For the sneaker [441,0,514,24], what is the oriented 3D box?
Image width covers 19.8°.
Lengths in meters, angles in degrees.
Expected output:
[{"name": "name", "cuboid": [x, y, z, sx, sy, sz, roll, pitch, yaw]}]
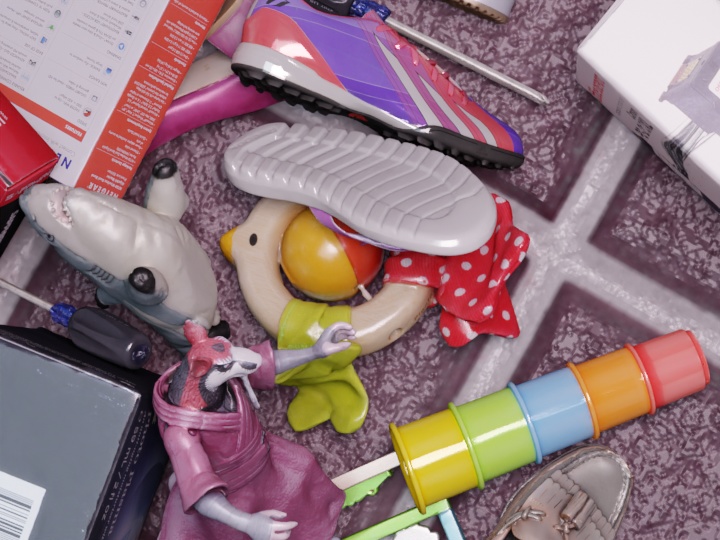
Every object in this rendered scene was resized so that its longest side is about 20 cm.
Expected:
[{"name": "sneaker", "cuboid": [0.022, -0.244, 1.297, 0.199, 0.070, 0.109, 25, 95, -1]}]

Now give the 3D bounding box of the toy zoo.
[{"name": "toy zoo", "cuboid": [0.020, 0.225, 1.304, 0.130, 0.020, 0.202, -23, 86, 4]}]

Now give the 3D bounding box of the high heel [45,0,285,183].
[{"name": "high heel", "cuboid": [-0.111, -0.094, 1.323, 0.200, 0.068, 0.096, -44, 124, 12]}]

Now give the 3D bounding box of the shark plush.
[{"name": "shark plush", "cuboid": [-0.130, 0.003, 1.257, 0.082, 0.200, 0.092, -5, 66, 19]}]

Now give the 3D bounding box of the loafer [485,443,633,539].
[{"name": "loafer", "cuboid": [0.099, 0.187, 1.261, 0.072, 0.063, 0.200, 45, 81, 1]}]

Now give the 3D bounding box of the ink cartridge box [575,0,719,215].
[{"name": "ink cartridge box", "cuboid": [0.225, -0.087, 1.234, 0.200, 0.145, 0.084, 44, 92, 6]}]

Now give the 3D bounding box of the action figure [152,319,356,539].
[{"name": "action figure", "cuboid": [-0.080, 0.100, 1.193, 0.148, 0.201, 0.134, 6, 45, 26]}]

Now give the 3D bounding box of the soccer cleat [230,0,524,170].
[{"name": "soccer cleat", "cuboid": [0.020, -0.119, 1.271, 0.198, 0.068, 0.074, 21, 84, -17]}]

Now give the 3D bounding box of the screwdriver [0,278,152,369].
[{"name": "screwdriver", "cuboid": [-0.202, 0.022, 1.284, 0.199, 0.029, 0.028, 19, 123, 37]}]

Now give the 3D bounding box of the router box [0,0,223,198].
[{"name": "router box", "cuboid": [-0.192, -0.163, 1.283, 0.199, 0.049, 0.181, 30, 92, 31]}]

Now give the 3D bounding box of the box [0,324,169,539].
[{"name": "box", "cuboid": [-0.199, 0.143, 1.240, 0.122, 0.198, 0.202, 21, 89, 4]}]

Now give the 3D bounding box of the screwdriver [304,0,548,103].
[{"name": "screwdriver", "cuboid": [0.032, -0.155, 1.307, 0.198, 0.028, 0.029, 24, 123, 9]}]

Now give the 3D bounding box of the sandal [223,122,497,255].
[{"name": "sandal", "cuboid": [0.004, -0.043, 1.248, 0.202, 0.050, 0.082, 24, 48, 38]}]

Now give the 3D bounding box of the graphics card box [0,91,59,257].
[{"name": "graphics card box", "cuboid": [-0.270, -0.052, 1.268, 0.126, 0.200, 0.051, 47, 48, 6]}]

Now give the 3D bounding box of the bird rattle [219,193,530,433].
[{"name": "bird rattle", "cuboid": [0.000, 0.000, 1.281, 0.199, 0.113, 0.164, -37, 68, 0]}]

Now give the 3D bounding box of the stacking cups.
[{"name": "stacking cups", "cuboid": [0.120, 0.091, 1.271, 0.198, 0.061, 0.061, -19, 86, -3]}]
